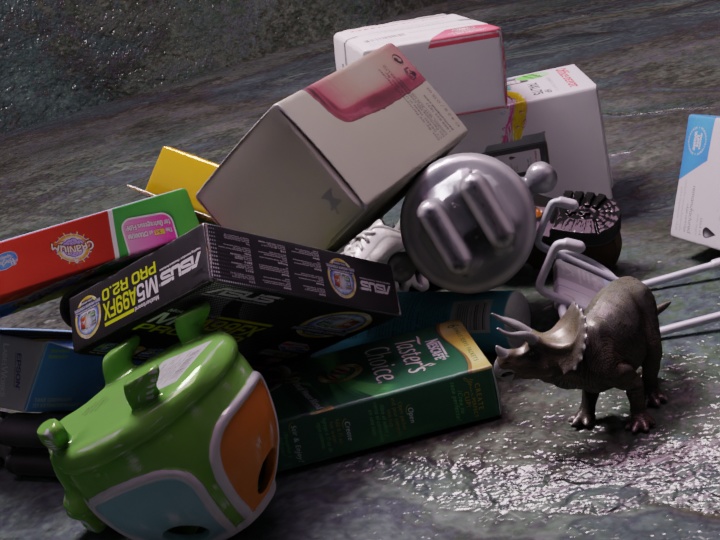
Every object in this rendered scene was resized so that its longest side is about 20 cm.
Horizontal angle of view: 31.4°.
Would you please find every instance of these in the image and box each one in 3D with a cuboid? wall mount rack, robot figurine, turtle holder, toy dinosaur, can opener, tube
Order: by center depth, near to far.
[{"bbox_3d":[-0.140,0.125,0.862,0.184,0.132,0.141,-33,14,6],"label":"turtle holder"},{"bbox_3d":[0.186,0.049,0.917,0.199,0.104,0.076,-27,23,-36],"label":"toy dinosaur"},{"bbox_3d":[-0.267,0.134,1.061,0.198,0.054,0.067,-2,24,29],"label":"can opener"},{"bbox_3d":[0.232,0.007,1.077,0.172,0.075,0.200,22,21,-1],"label":"wall mount rack"},{"bbox_3d":[0.093,-0.041,1.088,0.168,0.114,0.200,-28,0,9],"label":"robot figurine"},{"bbox_3d":[0.049,0.046,1.115,0.198,0.051,0.078,-2,43,33],"label":"tube"}]

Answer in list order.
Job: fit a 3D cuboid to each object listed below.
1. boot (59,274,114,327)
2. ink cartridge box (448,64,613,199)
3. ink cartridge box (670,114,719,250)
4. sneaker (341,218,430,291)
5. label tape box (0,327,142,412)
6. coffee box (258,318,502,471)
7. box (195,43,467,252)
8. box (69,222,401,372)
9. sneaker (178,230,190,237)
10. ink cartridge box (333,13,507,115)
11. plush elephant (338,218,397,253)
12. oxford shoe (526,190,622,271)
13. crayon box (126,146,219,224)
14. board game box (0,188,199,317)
[{"bbox_3d":[-0.159,0.028,1.157,0.179,0.074,0.200,-9,-9,2],"label":"boot"},{"bbox_3d":[0.160,-0.123,1.390,0.197,0.148,0.147,-11,17,3],"label":"ink cartridge box"},{"bbox_3d":[0.362,-0.067,1.104,0.067,0.118,0.200,2,10,-25],"label":"ink cartridge box"},{"bbox_3d":[0.000,0.000,1.241,0.199,0.082,0.075,-27,24,-32],"label":"sneaker"},{"bbox_3d":[-0.247,0.087,1.094,0.198,0.067,0.142,6,0,41],"label":"label tape box"},{"bbox_3d":[0.001,0.096,1.000,0.197,0.045,0.123,-14,16,-3],"label":"coffee box"},{"bbox_3d":[-0.020,-0.089,1.066,0.128,0.109,0.200,-42,-2,36],"label":"box"},{"bbox_3d":[-0.093,0.028,0.963,0.159,0.045,0.199,-24,-23,36],"label":"box"},{"bbox_3d":[-0.095,0.009,1.099,0.074,0.081,0.199,-39,-22,23],"label":"sneaker"},{"bbox_3d":[0.058,-0.212,1.338,0.144,0.086,0.200,-10,18,-7],"label":"ink cartridge box"},{"bbox_3d":[-0.037,-0.075,1.344,0.198,0.167,0.155,12,-15,17],"label":"plush elephant"},{"bbox_3d":[0.156,-0.035,1.233,0.198,0.085,0.073,16,53,30],"label":"oxford shoe"},{"bbox_3d":[-0.112,-0.056,1.186,0.125,0.052,0.200,21,-4,22],"label":"crayon box"},{"bbox_3d":[-0.253,-0.005,1.062,0.199,0.041,0.152,-22,-1,-40],"label":"board game box"}]
